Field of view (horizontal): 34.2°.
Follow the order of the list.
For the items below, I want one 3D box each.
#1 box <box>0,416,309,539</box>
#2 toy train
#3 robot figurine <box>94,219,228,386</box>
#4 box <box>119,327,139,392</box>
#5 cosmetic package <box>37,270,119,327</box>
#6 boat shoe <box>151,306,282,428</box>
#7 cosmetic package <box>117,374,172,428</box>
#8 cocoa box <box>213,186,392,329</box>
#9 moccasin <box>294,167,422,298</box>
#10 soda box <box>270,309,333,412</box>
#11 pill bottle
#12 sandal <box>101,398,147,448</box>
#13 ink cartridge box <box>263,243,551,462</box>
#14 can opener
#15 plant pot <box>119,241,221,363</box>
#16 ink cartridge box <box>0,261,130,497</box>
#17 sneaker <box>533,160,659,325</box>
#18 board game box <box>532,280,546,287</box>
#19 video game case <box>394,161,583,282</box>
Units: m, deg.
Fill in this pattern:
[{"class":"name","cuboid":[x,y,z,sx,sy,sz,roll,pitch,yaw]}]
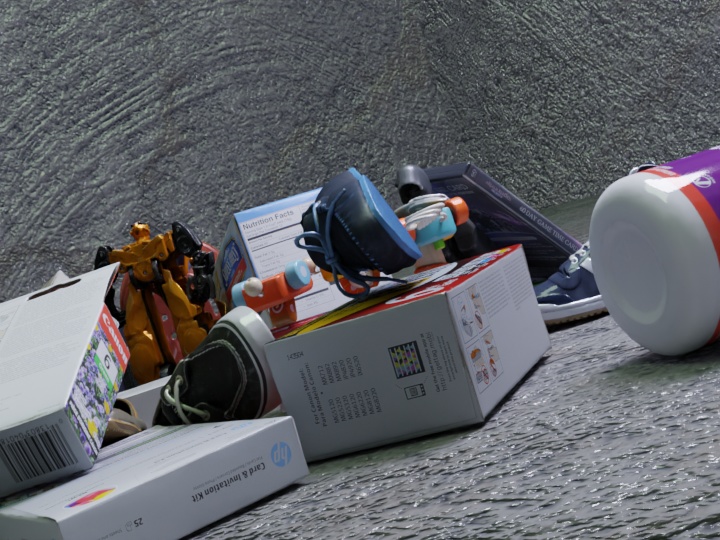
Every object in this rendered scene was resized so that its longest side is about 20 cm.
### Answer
[{"class":"box","cuboid":[-0.146,0.137,0.724,0.154,0.042,0.199,-20,2,-35]},{"class":"toy train","cuboid":[0.000,0.000,0.972,0.198,0.056,0.150,-21,1,23]},{"class":"robot figurine","cuboid":[-0.196,0.047,1.198,0.143,0.203,0.058,-15,3,19]},{"class":"box","cuboid":[-0.348,0.121,1.186,0.197,0.106,0.182,-22,-13,8]},{"class":"cosmetic package","cuboid":[-0.293,0.105,0.951,0.200,0.071,0.105,-42,19,11]},{"class":"boat shoe","cuboid":[-0.108,0.094,0.844,0.063,0.071,0.200,-29,-15,-31]},{"class":"cosmetic package","cuboid":[-0.220,0.140,1.068,0.197,0.051,0.083,-18,0,-6]},{"class":"cocoa box","cuboid":[-0.064,0.017,1.184,0.132,0.133,0.200,-18,-13,-20]},{"class":"moccasin","cuboid":[-0.005,-0.021,0.823,0.068,0.081,0.200,-37,8,0]},{"class":"soda box","cuboid":[0.020,0.057,0.986,0.197,0.071,0.063,-18,2,8]},{"class":"pill bottle","cuboid":[0.250,-0.028,0.738,0.197,0.114,0.112,-18,3,-21]},{"class":"sandal","cuboid":[-0.205,0.125,0.911,0.079,0.055,0.200,-19,-14,-13]},{"class":"ink cartridge box","cuboid":[0.021,0.057,0.808,0.173,0.085,0.200,-17,3,23]},{"class":"can opener","cuboid":[0.089,-0.040,1.096,0.053,0.068,0.200,-16,-25,22]},{"class":"plant pot","cuboid":[-0.279,0.063,1.802,0.198,0.204,0.195,-17,11,-4]},{"class":"ink cartridge box","cuboid":[-0.220,0.073,0.804,0.107,0.051,0.201,-18,25,8]},{"class":"sneaker","cuboid":[0.214,-0.026,0.996,0.197,0.110,0.070,-17,2,5]},{"class":"board game box","cuboid":[0.071,0.056,1.136,0.197,0.030,0.134,-18,3,-21]},{"class":"video game case","cuboid":[0.141,-0.038,1.118,0.019,0.199,0.142,-60,21,-12]}]
